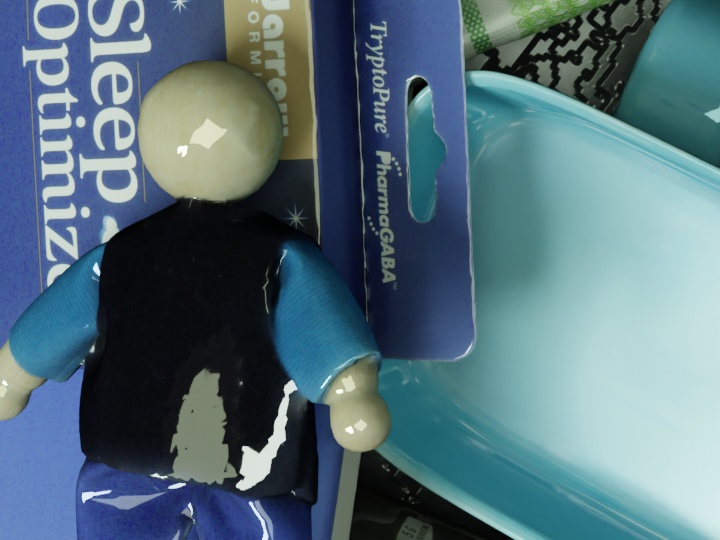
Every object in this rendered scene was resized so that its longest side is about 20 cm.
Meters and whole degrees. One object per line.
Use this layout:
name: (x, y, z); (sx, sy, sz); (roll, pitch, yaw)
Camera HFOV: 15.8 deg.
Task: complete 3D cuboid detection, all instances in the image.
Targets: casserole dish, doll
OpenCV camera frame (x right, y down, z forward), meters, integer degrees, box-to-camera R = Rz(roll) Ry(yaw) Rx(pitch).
casserole dish: (0.078, 0.023, 0.716); (0.199, 0.039, 0.122); (27, 110, 26)
doll: (-0.048, 0.044, 0.704); (0.136, 0.048, 0.202); (8, 99, 32)

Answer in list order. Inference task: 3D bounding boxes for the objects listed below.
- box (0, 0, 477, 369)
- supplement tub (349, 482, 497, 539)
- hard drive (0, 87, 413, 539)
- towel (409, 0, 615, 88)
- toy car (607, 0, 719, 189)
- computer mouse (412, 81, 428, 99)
box: (-0.063, -0.032, 0.751); (0.199, 0.032, 0.122); (-1, 94, 27)
supplement tub: (0.007, 0.127, 0.820); (0.199, 0.107, 0.108); (22, 96, 6)
hard drive: (-0.060, 0.029, 0.792); (0.131, 0.025, 0.201); (2, 73, 22)
towel: (0.020, -0.129, 0.800); (0.199, 0.031, 0.150); (-23, 56, 5)
toy car: (0.164, 0.019, 0.806); (0.184, 0.177, 0.201); (26, 125, 13)
computer mouse: (0.000, 0.000, 0.843); (0.200, 0.046, 0.140); (44, 94, -2)
